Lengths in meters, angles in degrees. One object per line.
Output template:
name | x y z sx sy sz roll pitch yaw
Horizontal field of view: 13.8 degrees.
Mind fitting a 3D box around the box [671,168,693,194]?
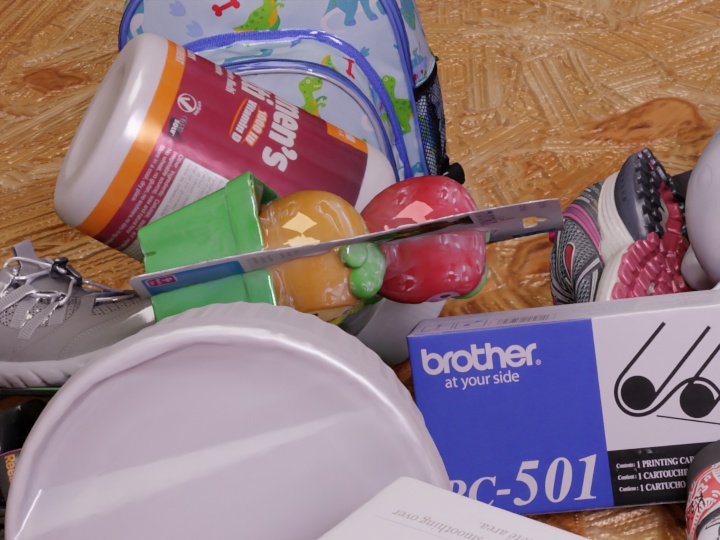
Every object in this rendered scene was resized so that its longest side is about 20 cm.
box | 0.265 -0.019 1.577 0.142 0.036 0.200 -19 29 -12

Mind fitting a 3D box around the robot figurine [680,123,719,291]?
robot figurine | 0.230 -0.048 1.486 0.169 0.113 0.200 -39 9 39

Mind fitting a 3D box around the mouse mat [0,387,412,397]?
mouse mat | -0.078 0.062 1.487 0.160 0.008 0.200 0 -1 21

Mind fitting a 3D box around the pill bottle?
pill bottle | -0.051 -0.033 1.553 0.199 0.110 0.110 26 26 -14

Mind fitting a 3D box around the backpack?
backpack | -0.046 -0.098 1.664 0.182 0.201 0.147 -7 29 8

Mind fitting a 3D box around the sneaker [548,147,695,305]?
sneaker | 0.134 0.019 1.531 0.074 0.081 0.200 -33 21 24

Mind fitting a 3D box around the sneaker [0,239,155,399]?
sneaker | -0.168 0.023 1.569 0.199 0.083 0.075 -8 -4 29

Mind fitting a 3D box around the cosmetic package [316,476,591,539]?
cosmetic package | 0.023 0.212 1.125 0.167 0.167 0.200 17 39 42

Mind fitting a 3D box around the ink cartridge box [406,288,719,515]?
ink cartridge box | 0.127 0.063 1.416 0.199 0.095 0.044 -6 9 12

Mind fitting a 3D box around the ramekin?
ramekin | -0.053 0.106 1.320 0.201 0.204 0.094 -8 17 7

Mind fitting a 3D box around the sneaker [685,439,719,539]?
sneaker | 0.244 0.111 1.323 0.200 0.068 0.108 -10 30 11

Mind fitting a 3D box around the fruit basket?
fruit basket | 0.000 0.000 1.416 0.199 0.094 0.185 -6 -4 4

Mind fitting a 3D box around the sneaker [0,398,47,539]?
sneaker | -0.159 0.132 1.416 0.080 0.087 0.200 -16 29 -6
